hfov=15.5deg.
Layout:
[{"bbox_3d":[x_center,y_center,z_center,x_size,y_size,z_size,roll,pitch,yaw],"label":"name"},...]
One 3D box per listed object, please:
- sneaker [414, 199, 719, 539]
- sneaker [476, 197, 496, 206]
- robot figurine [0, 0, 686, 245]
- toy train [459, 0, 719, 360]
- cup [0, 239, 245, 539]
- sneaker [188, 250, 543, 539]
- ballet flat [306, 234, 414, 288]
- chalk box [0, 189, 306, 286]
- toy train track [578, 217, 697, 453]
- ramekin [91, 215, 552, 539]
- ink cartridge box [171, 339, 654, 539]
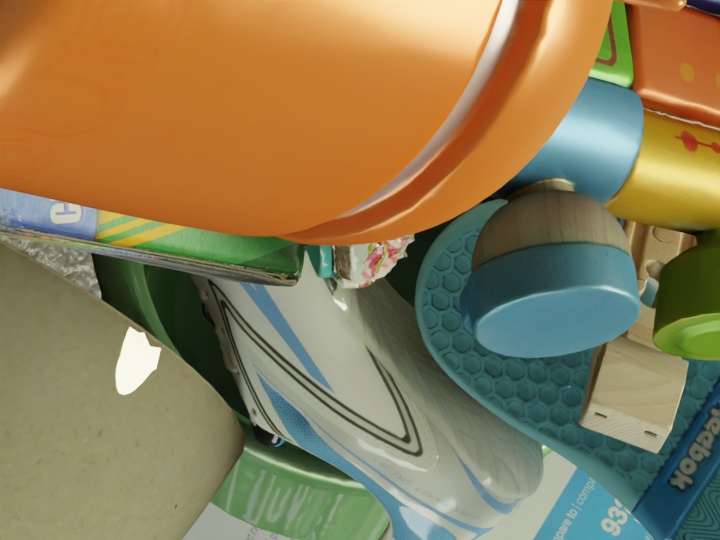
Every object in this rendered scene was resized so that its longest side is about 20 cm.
[{"bbox_3d":[0.120,0.040,0.815,0.200,0.080,0.131,42,-158,8],"label":"sneaker"},{"bbox_3d":[0.091,-0.060,0.868,0.200,0.074,0.080,-5,180,-26],"label":"sneaker"},{"bbox_3d":[-0.034,-0.067,0.481,0.200,0.144,0.117,11,-142,-43],"label":"robot figurine"},{"bbox_3d":[0.097,-0.028,0.710,0.200,0.116,0.085,12,155,-39],"label":"toy train"},{"bbox_3d":[-0.157,0.072,0.822,0.200,0.143,0.200,25,162,8],"label":"cup"},{"bbox_3d":[-0.027,0.008,0.816,0.200,0.072,0.072,51,-161,-6],"label":"sneaker"},{"bbox_3d":[0.000,-0.063,0.765,0.064,0.076,0.200,-8,-148,-9],"label":"ballet flat"},{"bbox_3d":[-0.116,-0.077,0.667,0.200,0.124,0.124,12,180,-33],"label":"chalk box"},{"bbox_3d":[0.094,-0.029,0.768,0.114,0.033,0.200,20,-137,-2],"label":"toy train track"},{"bbox_3d":[0.000,0.000,0.938,0.199,0.200,0.098,11,154,-5],"label":"ramekin"},{"bbox_3d":[0.007,0.097,1.038,0.200,0.084,0.145,32,141,5],"label":"ink cartridge box"}]
